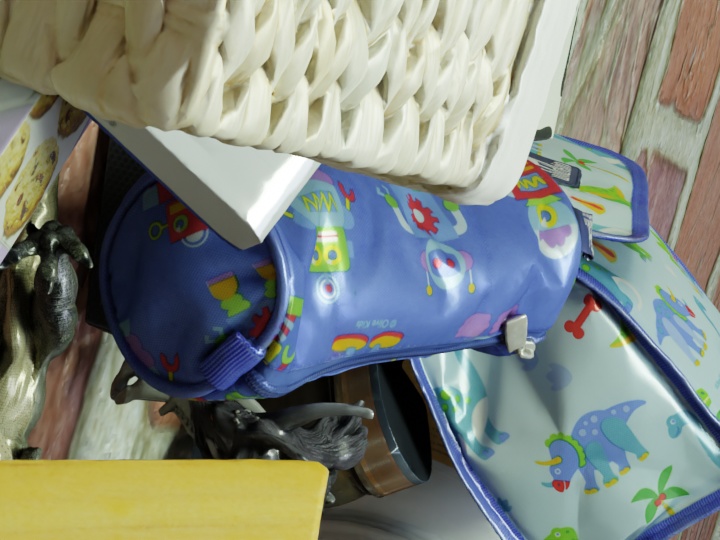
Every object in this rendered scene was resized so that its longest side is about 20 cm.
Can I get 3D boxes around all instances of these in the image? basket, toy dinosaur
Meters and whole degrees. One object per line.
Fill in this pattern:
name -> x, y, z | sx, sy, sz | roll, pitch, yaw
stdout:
basket -> -0.050, -0.135, 0.582 | 0.161, 0.197, 0.201 | 0, 108, -61
toy dinosaur -> -0.112, 0.018, 0.809 | 0.088, 0.047, 0.201 | -45, 151, -88

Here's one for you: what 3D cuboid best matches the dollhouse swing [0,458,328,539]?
dollhouse swing -> -0.096, 0.172, 0.619 | 0.200, 0.181, 0.177 | -55, -138, 46

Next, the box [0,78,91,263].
box -> -0.118, -0.033, 0.748 | 0.042, 0.038, 0.201 | 84, 29, -52

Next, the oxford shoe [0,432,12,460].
oxford shoe -> -0.121, 0.106, 0.765 | 0.074, 0.071, 0.200 | -46, 168, -20

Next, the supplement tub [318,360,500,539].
supplement tub -> 0.049, 0.094, 1.220 | 0.145, 0.144, 0.201 | 83, 30, -54

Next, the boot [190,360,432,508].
boot -> -0.028, 0.030, 1.075 | 0.075, 0.096, 0.201 | 59, 16, -32

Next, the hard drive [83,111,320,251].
hard drive -> -0.025, -0.124, 0.769 | 0.200, 0.132, 0.025 | -54, -165, -24

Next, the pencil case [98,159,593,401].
pencil case -> 0.000, 0.000, 0.876 | 0.078, 0.087, 0.199 | -43, 158, 32

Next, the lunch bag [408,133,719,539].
lunch bag -> 0.076, 0.014, 1.061 | 0.127, 0.200, 0.170 | -38, -173, 14

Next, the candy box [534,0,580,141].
candy box -> 0.035, -0.118, 0.935 | 0.200, 0.061, 0.137 | -10, 112, -71

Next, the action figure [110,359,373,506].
action figure -> -0.071, 0.091, 0.891 | 0.119, 0.102, 0.200 | -46, 172, -45

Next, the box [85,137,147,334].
box -> -0.037, -0.085, 0.934 | 0.158, 0.051, 0.201 | -36, 140, -65
